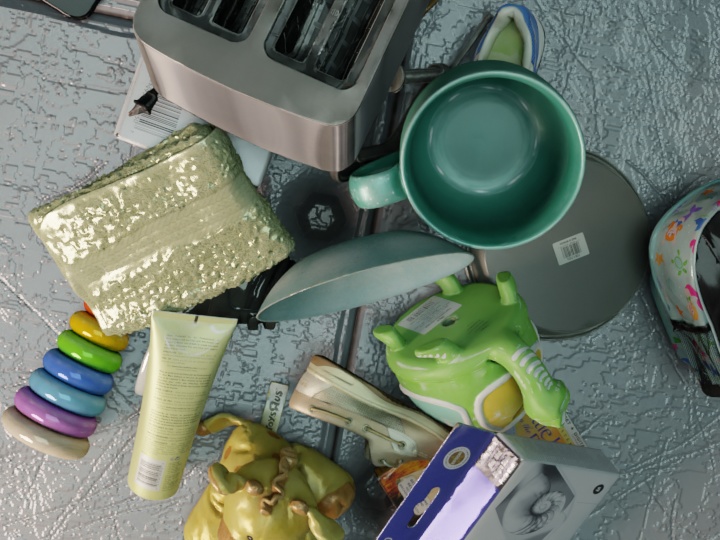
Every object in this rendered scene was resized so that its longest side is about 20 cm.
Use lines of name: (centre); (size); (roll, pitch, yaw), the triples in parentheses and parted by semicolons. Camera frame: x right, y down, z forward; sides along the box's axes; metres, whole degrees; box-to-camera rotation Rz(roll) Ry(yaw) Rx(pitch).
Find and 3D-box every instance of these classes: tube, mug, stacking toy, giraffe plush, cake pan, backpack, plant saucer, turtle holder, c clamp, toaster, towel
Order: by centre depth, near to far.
toaster: (-0.060, -0.183, 0.733); (0.180, 0.119, 0.201); (25, 80, 3)
towel: (-0.170, -0.028, 0.835); (0.199, 0.037, 0.149); (-24, 117, 16)
mug: (0.095, -0.110, 0.852); (0.184, 0.114, 0.153); (17, 109, -3)
plant saucer: (0.000, 0.000, 0.868); (0.200, 0.201, 0.039); (-16, 80, -6)
c clamp: (0.038, -0.157, 0.886); (0.027, 0.200, 0.171); (37, 118, 11)
tube: (-0.172, 0.122, 0.906); (0.052, 0.058, 0.201); (30, 120, 21)
giraffe plush: (-0.083, 0.219, 0.906); (0.172, 0.162, 0.201); (-2, 96, -7)
stacking toy: (-0.254, 0.070, 0.917); (0.085, 0.085, 0.201); (27, 87, -9)
turtle holder: (0.117, 0.083, 0.919); (0.185, 0.141, 0.132); (-10, 119, 35)
backpack: (0.374, 0.008, 0.952); (0.177, 0.151, 0.201); (-32, 108, -11)
cake pan: (0.204, -0.026, 0.985); (0.199, 0.037, 0.201); (-1, 96, -8)

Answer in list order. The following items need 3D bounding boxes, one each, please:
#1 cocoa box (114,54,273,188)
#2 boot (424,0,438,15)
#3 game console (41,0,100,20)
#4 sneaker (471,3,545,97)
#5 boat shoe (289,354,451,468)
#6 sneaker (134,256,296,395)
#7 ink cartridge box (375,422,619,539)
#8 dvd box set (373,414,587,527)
cocoa box: (-0.120, -0.187, 0.879); (0.133, 0.131, 0.201); (19, 93, -8)
boot: (0.015, -0.217, 0.883); (0.074, 0.155, 0.200); (42, 93, 3)
game console: (-0.272, -0.351, 0.851); (0.172, 0.119, 0.200); (31, 91, -9)
sneaker: (0.124, -0.159, 0.933); (0.075, 0.077, 0.201); (11, 89, 15)
boat shoe: (0.027, 0.156, 0.941); (0.200, 0.072, 0.065); (31, 84, -2)
sneaker: (-0.132, 0.050, 0.931); (0.099, 0.071, 0.200); (32, 91, -11)
ink cartridge box: (0.120, 0.241, 0.919); (0.199, 0.041, 0.200); (16, 115, -35)
dvd box set: (0.135, 0.212, 1.002); (0.200, 0.029, 0.147); (-32, 98, -3)
